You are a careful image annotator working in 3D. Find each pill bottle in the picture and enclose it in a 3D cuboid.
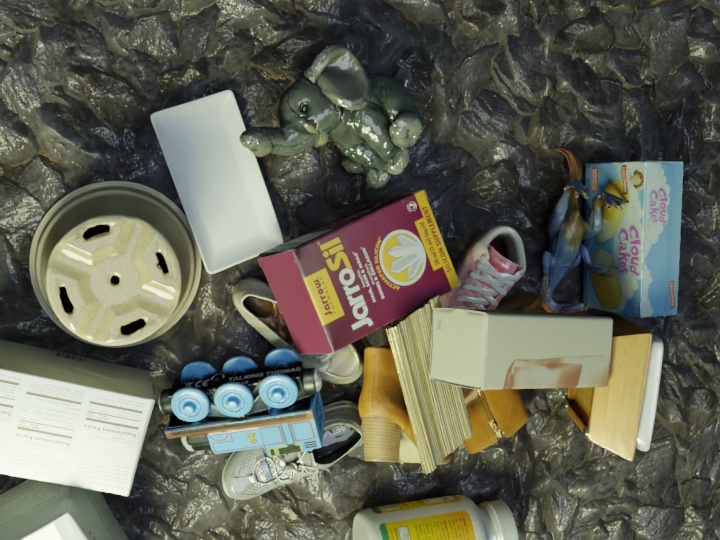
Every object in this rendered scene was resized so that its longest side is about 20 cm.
[{"bbox_3d":[0.098,0.355,1.118,0.199,0.113,0.113,-5,97,-15],"label":"pill bottle"}]

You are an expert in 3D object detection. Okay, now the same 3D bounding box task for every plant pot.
[{"bbox_3d":[-0.268,0.002,0.945,0.199,0.183,0.202,-2,96,-16],"label":"plant pot"}]

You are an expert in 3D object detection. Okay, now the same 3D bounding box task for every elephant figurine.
[{"bbox_3d":[-0.034,-0.192,1.011,0.199,0.155,0.142,21,112,-25],"label":"elephant figurine"}]

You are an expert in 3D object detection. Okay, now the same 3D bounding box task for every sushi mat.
[{"bbox_3d":[0.085,0.136,1.020,0.096,0.012,0.201,-33,117,-40],"label":"sushi mat"}]

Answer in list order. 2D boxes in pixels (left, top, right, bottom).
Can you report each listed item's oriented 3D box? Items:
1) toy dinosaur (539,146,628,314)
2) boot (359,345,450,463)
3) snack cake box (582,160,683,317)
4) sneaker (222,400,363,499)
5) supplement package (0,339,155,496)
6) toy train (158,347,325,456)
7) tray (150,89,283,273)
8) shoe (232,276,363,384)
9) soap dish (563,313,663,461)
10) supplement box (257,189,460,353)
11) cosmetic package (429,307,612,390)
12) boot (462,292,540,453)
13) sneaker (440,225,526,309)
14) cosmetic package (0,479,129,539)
[{"bbox_3d":[0.286,-0.030,1.154,0.104,0.200,0.182,13,131,-6],"label":"toy dinosaur"},{"bbox_3d":[0.062,0.167,1.079,0.201,0.070,0.145,24,66,-58],"label":"boot"},{"bbox_3d":[0.361,-0.044,1.145,0.067,0.115,0.201,-2,96,-25],"label":"snack cake box"},{"bbox_3d":[-0.081,0.224,1.071,0.199,0.082,0.075,-29,102,-11],"label":"sneaker"},{"bbox_3d":[-0.343,0.158,0.954,0.199,0.156,0.111,15,91,-16],"label":"supplement package"},{"bbox_3d":[-0.138,0.166,1.027,0.199,0.087,0.115,-10,115,6],"label":"toy train"},{"bbox_3d":[-0.172,-0.106,1.037,0.107,0.022,0.201,-23,101,-25],"label":"tray"},{"bbox_3d":[-0.076,0.082,1.073,0.200,0.053,0.070,36,86,-16],"label":"shoe"},{"bbox_3d":[0.325,0.143,1.124,0.081,0.200,0.158,7,95,3],"label":"soap dish"},{"bbox_3d":[0.000,0.000,1.031,0.199,0.103,0.131,-27,99,-28],"label":"supplement box"},{"bbox_3d":[0.190,0.092,1.012,0.199,0.103,0.088,4,90,-31],"label":"cosmetic package"},{"bbox_3d":[0.189,0.139,1.146,0.201,0.071,0.144,-38,105,-1],"label":"boot"},{"bbox_3d":[0.143,0.028,1.072,0.075,0.105,0.201,31,68,-7],"label":"sneaker"},{"bbox_3d":[-0.351,0.337,0.948,0.166,0.200,0.168,-28,103,-11],"label":"cosmetic package"}]
